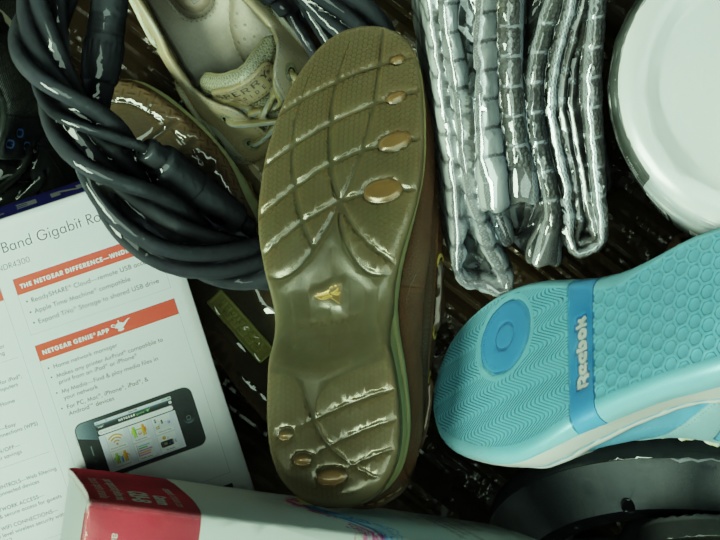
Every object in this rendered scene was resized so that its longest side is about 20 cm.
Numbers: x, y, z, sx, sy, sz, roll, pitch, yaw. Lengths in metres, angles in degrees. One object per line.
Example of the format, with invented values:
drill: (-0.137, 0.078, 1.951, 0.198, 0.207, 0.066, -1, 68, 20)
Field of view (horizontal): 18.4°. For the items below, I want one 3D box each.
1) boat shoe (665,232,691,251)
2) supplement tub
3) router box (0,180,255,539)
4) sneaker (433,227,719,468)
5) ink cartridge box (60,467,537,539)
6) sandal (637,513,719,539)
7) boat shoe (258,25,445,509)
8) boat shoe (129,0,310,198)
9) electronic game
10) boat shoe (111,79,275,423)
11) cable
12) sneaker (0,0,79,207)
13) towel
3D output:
boat shoe: (0.225, 0.028, 1.008, 0.199, 0.076, 0.072, 9, 113, 4)
supplement tub: (0.168, -0.069, 0.929, 0.122, 0.200, 0.123, 0, 89, 10)
router box: (-0.159, 0.068, 0.975, 0.199, 0.049, 0.181, -18, 100, -9)
sneaker: (0.132, 0.050, 0.894, 0.199, 0.130, 0.080, -17, 58, 47)
ink cartridge box: (-0.027, 0.168, 0.906, 0.199, 0.145, 0.146, 8, 88, -11)
sandal: (0.176, 0.158, 0.960, 0.075, 0.200, 0.045, -6, 56, 27)
boat shoe: (0.000, 0.000, 0.931, 0.072, 0.068, 0.202, -1, 80, 21)
boat shoe: (-0.050, -0.085, 1.030, 0.072, 0.065, 0.201, -34, 95, 12)
electronic game: (0.156, 0.126, 1.000, 0.199, 0.200, 0.042, 7, 59, 6)
boat shoe: (-0.061, -0.004, 1.041, 0.071, 0.076, 0.201, -32, 95, 17)
cable: (-0.057, -0.076, 0.949, 0.163, 0.051, 0.201, -36, 102, -32)
sneaker: (-0.161, -0.029, 1.030, 0.073, 0.112, 0.201, -20, 97, 12)
towel: (0.068, -0.102, 0.963, 0.085, 0.166, 0.201, -6, 101, 1)
